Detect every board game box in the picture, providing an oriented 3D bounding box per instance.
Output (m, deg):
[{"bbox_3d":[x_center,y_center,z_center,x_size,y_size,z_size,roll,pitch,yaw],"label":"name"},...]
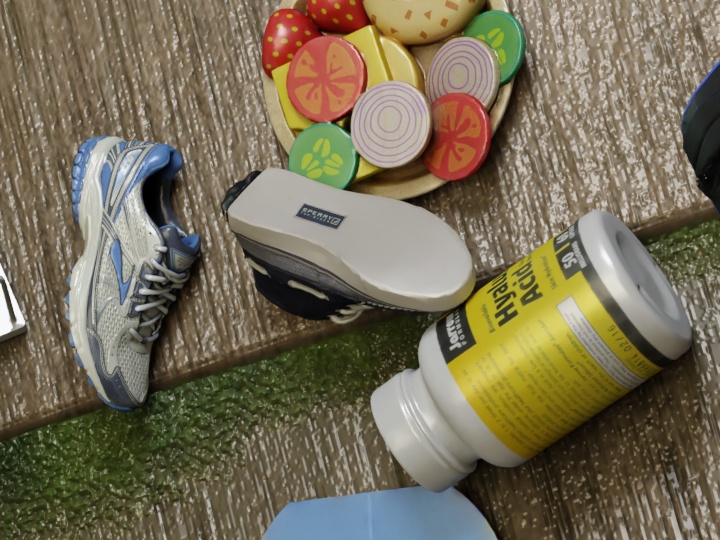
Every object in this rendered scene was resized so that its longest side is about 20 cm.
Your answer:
[{"bbox_3d":[0.016,0.232,1.711,0.199,0.039,0.159,-10,74,21],"label":"board game box"}]

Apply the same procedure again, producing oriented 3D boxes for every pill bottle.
[{"bbox_3d":[0.108,0.059,1.645,0.200,0.111,0.112,-37,71,16],"label":"pill bottle"}]

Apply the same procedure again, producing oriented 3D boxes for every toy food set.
[{"bbox_3d":[0.020,-0.144,1.741,0.199,0.049,0.199,-24,76,20],"label":"toy food set"}]

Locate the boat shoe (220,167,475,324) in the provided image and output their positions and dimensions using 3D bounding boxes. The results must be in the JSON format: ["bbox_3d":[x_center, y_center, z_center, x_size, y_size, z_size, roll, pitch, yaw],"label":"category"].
[{"bbox_3d":[0.000,0.000,1.705,0.199,0.093,0.075,25,59,33],"label":"boat shoe"}]

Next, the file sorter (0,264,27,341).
[{"bbox_3d":[-0.348,-0.035,1.825,0.138,0.125,0.201,-23,74,-10],"label":"file sorter"}]

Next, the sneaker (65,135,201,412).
[{"bbox_3d":[-0.159,0.000,1.793,0.085,0.077,0.201,-5,83,19],"label":"sneaker"}]

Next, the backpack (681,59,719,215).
[{"bbox_3d":[0.310,-0.089,1.545,0.200,0.167,0.163,-49,60,47],"label":"backpack"}]
